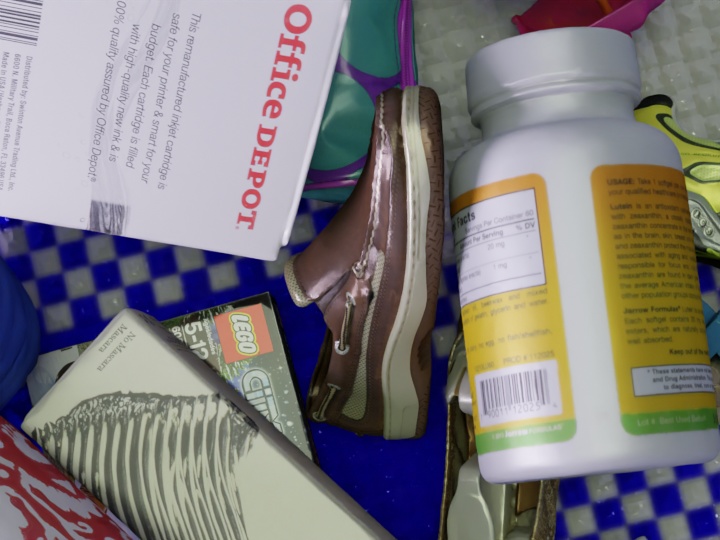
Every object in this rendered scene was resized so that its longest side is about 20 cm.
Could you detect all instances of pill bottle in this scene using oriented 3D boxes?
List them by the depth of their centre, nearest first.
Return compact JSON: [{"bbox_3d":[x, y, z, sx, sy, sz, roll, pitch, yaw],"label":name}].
[{"bbox_3d":[0.100,-0.005,0.694,0.111,0.111,0.200,-6,81,2],"label":"pill bottle"}]

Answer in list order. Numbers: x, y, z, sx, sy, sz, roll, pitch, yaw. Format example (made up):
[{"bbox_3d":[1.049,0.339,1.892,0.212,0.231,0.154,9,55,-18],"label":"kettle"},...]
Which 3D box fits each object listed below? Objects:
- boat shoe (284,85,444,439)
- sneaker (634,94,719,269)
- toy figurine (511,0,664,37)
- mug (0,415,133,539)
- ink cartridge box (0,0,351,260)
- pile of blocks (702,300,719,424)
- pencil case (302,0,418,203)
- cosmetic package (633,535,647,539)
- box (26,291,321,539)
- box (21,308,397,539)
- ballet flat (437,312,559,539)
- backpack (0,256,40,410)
[{"bbox_3d":[0.000,0.004,0.719,0.075,0.075,0.203,2,124,0],"label":"boat shoe"},{"bbox_3d":[0.215,-0.028,0.760,0.200,0.075,0.077,24,86,4],"label":"sneaker"},{"bbox_3d":[0.096,-0.202,0.751,0.200,0.150,0.184,0,94,-23],"label":"toy figurine"},{"bbox_3d":[-0.139,0.176,0.667,0.133,0.178,0.200,-39,61,-21],"label":"mug"},{"bbox_3d":[-0.118,-0.099,0.669,0.200,0.084,0.146,9,121,-12],"label":"ink cartridge box"},{"bbox_3d":[0.212,0.041,0.730,0.200,0.062,0.082,10,120,28],"label":"pile of blocks"},{"bbox_3d":[-0.004,-0.134,0.777,0.092,0.085,0.200,-3,84,22],"label":"pencil case"},{"bbox_3d":[0.078,0.206,0.699,0.200,0.051,0.083,-20,50,-26],"label":"cosmetic package"},{"bbox_3d":[-0.086,0.125,0.776,0.136,0.038,0.200,-16,83,1],"label":"box"},{"bbox_3d":[-0.062,0.113,0.722,0.200,0.068,0.082,40,87,6],"label":"box"},{"bbox_3d":[0.071,0.088,0.754,0.070,0.065,0.200,-4,81,26],"label":"ballet flat"},{"bbox_3d":[-0.262,0.043,0.727,0.162,0.168,0.200,42,85,17],"label":"backpack"}]
